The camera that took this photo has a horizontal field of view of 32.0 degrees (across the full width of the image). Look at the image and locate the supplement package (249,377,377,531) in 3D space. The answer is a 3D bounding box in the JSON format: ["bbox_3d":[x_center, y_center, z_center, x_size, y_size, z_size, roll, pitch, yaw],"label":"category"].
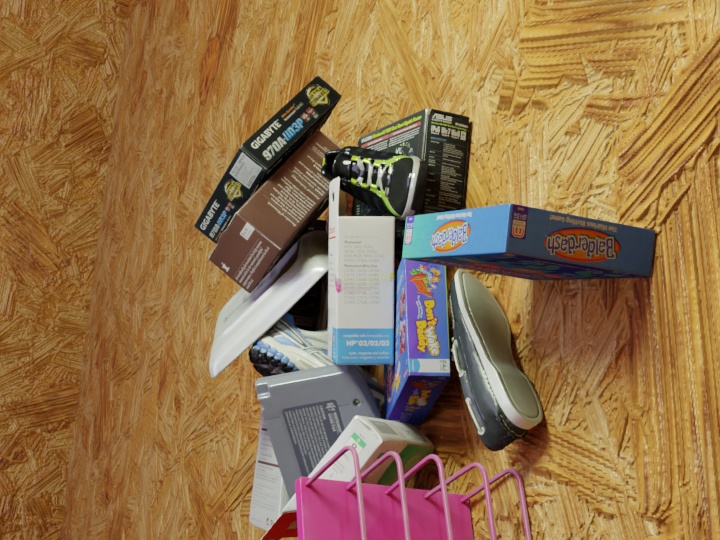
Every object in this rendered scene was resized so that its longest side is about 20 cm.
[{"bbox_3d":[-0.061,0.228,1.584,0.117,0.115,0.203,170,108,-68],"label":"supplement package"}]

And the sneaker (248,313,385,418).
[{"bbox_3d":[-0.029,0.110,1.495,0.086,0.198,0.077,-61,-5,-30],"label":"sneaker"}]

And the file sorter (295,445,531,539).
[{"bbox_3d":[0.054,0.256,1.208,0.125,0.197,0.141,-46,41,48],"label":"file sorter"}]

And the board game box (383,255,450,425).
[{"bbox_3d":[0.058,0.078,1.373,0.200,0.044,0.136,106,164,-69],"label":"board game box"}]

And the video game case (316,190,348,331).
[{"bbox_3d":[-0.036,0.003,1.631,0.200,0.022,0.185,-98,15,-72],"label":"video game case"}]

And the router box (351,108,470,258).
[{"bbox_3d":[0.055,-0.098,1.498,0.199,0.061,0.152,171,106,-66],"label":"router box"}]

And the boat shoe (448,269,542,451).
[{"bbox_3d":[0.119,0.087,1.260,0.060,0.075,0.202,-44,39,28],"label":"boat shoe"}]

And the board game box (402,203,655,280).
[{"bbox_3d":[0.147,-0.023,1.146,0.199,0.150,0.046,178,99,-67],"label":"board game box"}]

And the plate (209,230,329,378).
[{"bbox_3d":[-0.119,0.030,1.566,0.200,0.032,0.200,-43,13,8],"label":"plate"}]

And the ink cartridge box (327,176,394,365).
[{"bbox_3d":[0.000,0.000,1.404,0.115,0.067,0.203,-174,84,-84],"label":"ink cartridge box"}]

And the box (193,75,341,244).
[{"bbox_3d":[-0.115,-0.140,1.590,0.200,0.046,0.159,-51,-1,-45],"label":"box"}]

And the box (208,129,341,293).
[{"bbox_3d":[-0.092,-0.075,1.534,0.200,0.075,0.100,-49,-1,-43],"label":"box"}]

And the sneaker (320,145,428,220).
[{"bbox_3d":[0.008,-0.102,1.423,0.200,0.082,0.073,-159,78,-66],"label":"sneaker"}]

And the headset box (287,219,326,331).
[{"bbox_3d":[-0.097,0.034,1.743,0.149,0.076,0.203,139,138,-83],"label":"headset box"}]

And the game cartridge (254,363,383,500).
[{"bbox_3d":[-0.033,0.202,1.451,0.041,0.131,0.202,-71,-31,-62],"label":"game cartridge"}]

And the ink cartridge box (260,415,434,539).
[{"bbox_3d":[-0.019,0.249,1.356,0.050,0.161,0.201,39,97,24],"label":"ink cartridge box"}]
